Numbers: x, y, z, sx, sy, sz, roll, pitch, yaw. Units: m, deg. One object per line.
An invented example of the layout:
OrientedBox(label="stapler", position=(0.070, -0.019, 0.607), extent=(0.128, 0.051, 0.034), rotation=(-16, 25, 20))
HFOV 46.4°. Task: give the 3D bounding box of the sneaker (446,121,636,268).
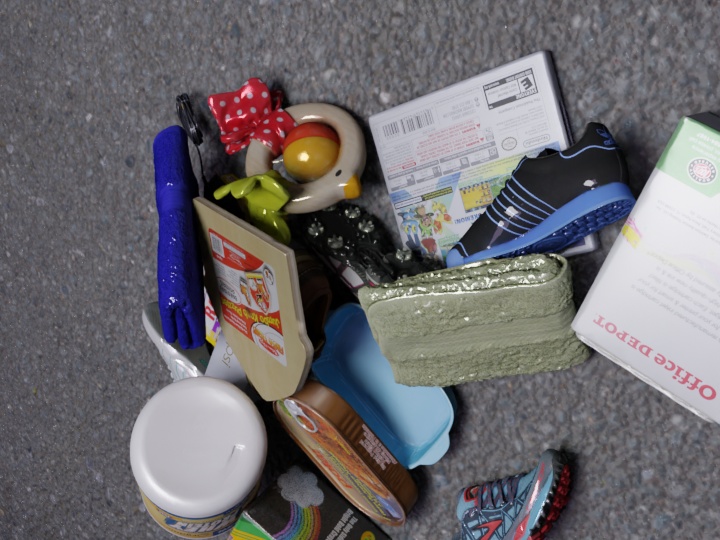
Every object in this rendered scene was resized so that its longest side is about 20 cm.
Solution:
OrientedBox(label="sneaker", position=(0.150, -0.056, 0.747), extent=(0.198, 0.069, 0.079), rotation=(-28, 65, 41))

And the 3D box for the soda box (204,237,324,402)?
OrientedBox(label="soda box", position=(-0.115, 0.062, 0.976), extent=(0.063, 0.068, 0.202), rotation=(36, 120, 23))

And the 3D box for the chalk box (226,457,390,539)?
OrientedBox(label="chalk box", position=(-0.053, 0.346, 0.967), extent=(0.199, 0.125, 0.125), rotation=(39, 120, 10))

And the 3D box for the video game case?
OrientedBox(label="video game case", position=(0.113, -0.089, 0.810), extent=(0.197, 0.022, 0.186), rotation=(-14, 94, 35))

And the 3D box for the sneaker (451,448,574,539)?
OrientedBox(label="sneaker", position=(0.138, 0.248, 0.847), extent=(0.095, 0.079, 0.202), rotation=(37, 120, 23))

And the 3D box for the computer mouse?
OrientedBox(label="computer mouse", position=(-0.170, -0.114, 0.968), extent=(0.059, 0.033, 0.204), rotation=(141, 112, -69))

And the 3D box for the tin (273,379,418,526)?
OrientedBox(label="tin", position=(-0.015, 0.198, 0.915), extent=(0.201, 0.042, 0.111), rotation=(51, 145, -15))

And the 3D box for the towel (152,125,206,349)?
OrientedBox(label="towel", position=(-0.196, -0.031, 0.890), extent=(0.148, 0.048, 0.204), rotation=(98, 166, -66))

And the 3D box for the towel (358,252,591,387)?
OrientedBox(label="towel", position=(0.106, 0.053, 0.779), extent=(0.196, 0.037, 0.149), rotation=(-10, 134, 19))

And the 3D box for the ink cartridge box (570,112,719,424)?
OrientedBox(label="ink cartridge box", position=(0.283, -0.003, 0.677), extent=(0.144, 0.087, 0.203), rotation=(34, 117, 23))

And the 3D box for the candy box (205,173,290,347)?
OrientedBox(label="candy box", position=(-0.158, -0.003, 1.015), extent=(0.102, 0.026, 0.202), rotation=(38, 120, 25))

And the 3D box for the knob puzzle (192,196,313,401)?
OrientedBox(label="knob puzzle", position=(-0.099, 0.041, 0.846), extent=(0.219, 0.030, 0.223), rotation=(35, 136, 41))

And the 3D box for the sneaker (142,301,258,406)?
OrientedBox(label="sneaker", position=(-0.217, 0.127, 1.064), extent=(0.201, 0.070, 0.081), rotation=(48, 126, 14))

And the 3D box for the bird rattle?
OrientedBox(label="bird rattle", position=(-0.072, -0.117, 0.877), extent=(0.160, 0.203, 0.114), rotation=(-8, 140, 6))

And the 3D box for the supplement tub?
OrientedBox(label="supplement tub", position=(-0.179, 0.218, 0.944), extent=(0.145, 0.144, 0.201), rotation=(48, 156, 14))

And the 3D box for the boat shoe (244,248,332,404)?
OrientedBox(label="boat shoe", position=(-0.076, 0.075, 0.904), extent=(0.068, 0.071, 0.203), rotation=(43, 133, 32))

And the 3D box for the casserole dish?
OrientedBox(label="casserole dish", position=(0.027, 0.120, 0.914), extent=(0.200, 0.039, 0.122), rotation=(47, 123, 17))

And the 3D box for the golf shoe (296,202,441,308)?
OrientedBox(label="golf shoe", position=(0.000, 0.000, 0.871), extent=(0.199, 0.076, 0.089), rotation=(39, 142, 37))
